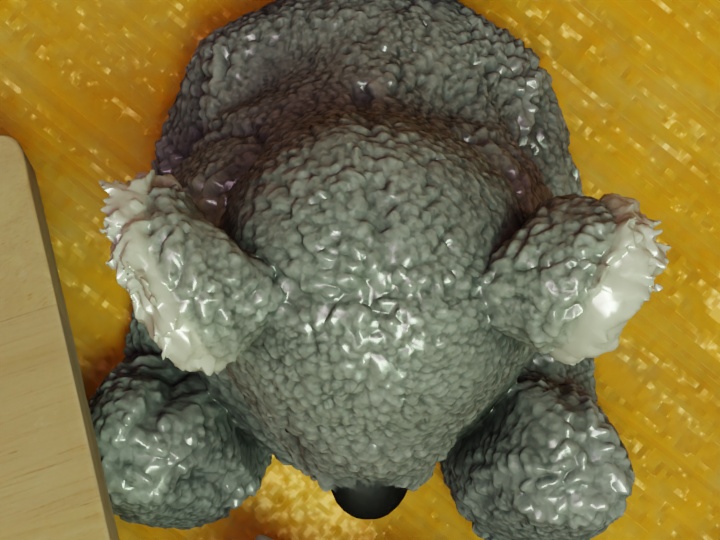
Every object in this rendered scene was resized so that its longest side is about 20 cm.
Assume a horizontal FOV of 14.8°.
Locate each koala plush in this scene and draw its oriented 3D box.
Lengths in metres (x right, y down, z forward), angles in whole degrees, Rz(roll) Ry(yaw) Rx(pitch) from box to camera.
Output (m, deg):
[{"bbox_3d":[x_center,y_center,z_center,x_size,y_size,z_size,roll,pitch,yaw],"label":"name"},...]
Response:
[{"bbox_3d":[0.000,0.000,0.815,0.176,0.200,0.185,3,93,1],"label":"koala plush"}]

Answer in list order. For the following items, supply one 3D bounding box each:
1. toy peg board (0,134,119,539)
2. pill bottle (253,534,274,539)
[{"bbox_3d":[-0.167,0.091,0.837,0.199,0.098,0.200,-18,58,1],"label":"toy peg board"},{"bbox_3d":[0.035,0.167,0.867,0.199,0.113,0.113,29,93,-2],"label":"pill bottle"}]
